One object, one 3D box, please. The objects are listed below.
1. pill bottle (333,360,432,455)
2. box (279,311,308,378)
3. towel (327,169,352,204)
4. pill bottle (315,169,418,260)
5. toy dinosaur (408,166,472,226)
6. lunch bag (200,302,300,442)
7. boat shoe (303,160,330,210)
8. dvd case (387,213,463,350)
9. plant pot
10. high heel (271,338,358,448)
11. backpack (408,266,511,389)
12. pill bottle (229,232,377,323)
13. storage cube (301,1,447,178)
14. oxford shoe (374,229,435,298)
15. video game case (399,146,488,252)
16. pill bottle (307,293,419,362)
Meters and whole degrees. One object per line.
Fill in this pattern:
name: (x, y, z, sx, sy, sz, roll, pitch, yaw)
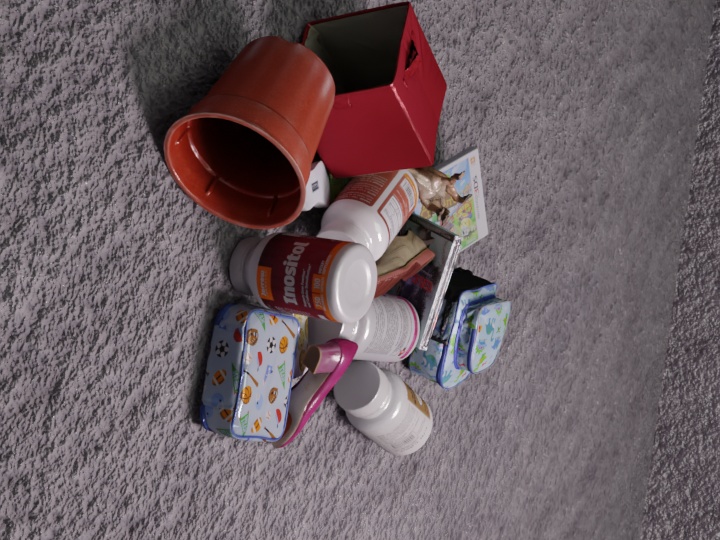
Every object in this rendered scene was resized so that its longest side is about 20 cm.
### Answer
pill bottle: (0.037, 0.233, 1.869, 0.200, 0.113, 0.115, 46, 59, -51)
box: (-0.107, 0.065, 1.677, 0.041, 0.038, 0.203, -17, 110, -55)
towel: (0.001, -0.141, 1.821, 0.199, 0.023, 0.145, -23, 116, -53)
pill bottle: (0.006, -0.081, 1.701, 0.200, 0.111, 0.113, -53, 138, -46)
toy dinosaur: (0.110, -0.154, 1.845, 0.086, 0.135, 0.200, -51, 160, -1)
lunch bag: (-0.157, 0.154, 1.589, 0.160, 0.075, 0.203, 19, 80, -60)
boat shoe: (-0.093, -0.120, 1.638, 0.200, 0.067, 0.073, -47, 130, -72)
dvd case: (0.098, 0.016, 1.861, 0.022, 0.146, 0.202, 12, 102, -34)
plant pot: (-0.132, -0.196, 1.460, 0.202, 0.199, 0.196, 64, 38, -41)
high heel: (-0.070, 0.192, 1.678, 0.096, 0.067, 0.201, -2, 131, -47)
backpack: (0.180, 0.117, 2.022, 0.182, 0.146, 0.202, -11, 121, -58)
pill bottle: (-0.085, 0.006, 1.551, 0.113, 0.198, 0.114, -17, 111, -54)
storage cube: (0.016, -0.267, 1.643, 0.180, 0.198, 0.172, 57, 36, -47)
oxford shoe: (0.041, -0.011, 1.752, 0.075, 0.070, 0.199, 53, 35, 7)
video game case: (0.149, -0.103, 1.969, 0.199, 0.022, 0.184, -31, 126, -29)
pill bottle: (-0.001, 0.088, 1.773, 0.199, 0.112, 0.115, 11, 87, -52)
